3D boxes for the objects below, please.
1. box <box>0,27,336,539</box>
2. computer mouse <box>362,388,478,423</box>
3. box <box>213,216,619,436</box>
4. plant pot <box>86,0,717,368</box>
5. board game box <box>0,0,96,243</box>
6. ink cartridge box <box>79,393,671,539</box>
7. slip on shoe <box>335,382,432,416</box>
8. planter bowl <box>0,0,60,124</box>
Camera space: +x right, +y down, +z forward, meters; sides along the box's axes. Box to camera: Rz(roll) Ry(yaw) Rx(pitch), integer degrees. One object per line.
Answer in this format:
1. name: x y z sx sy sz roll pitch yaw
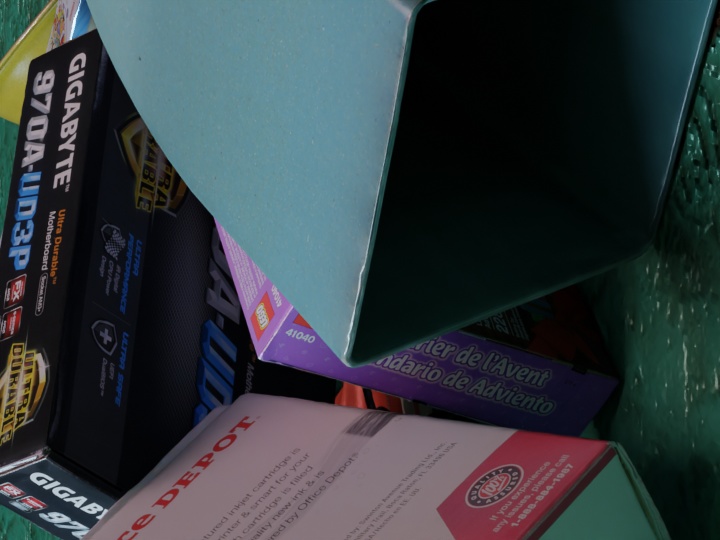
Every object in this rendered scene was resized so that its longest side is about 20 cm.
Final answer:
1. box: -0.075 0.026 1.144 0.046 0.159 0.201 -21 49 33
2. computer mouse: 0.000 0.000 1.159 0.044 0.110 0.201 -30 66 24
3. box: 0.007 -0.026 1.086 0.039 0.136 0.200 -57 33 28
4. plant pot: -0.003 -0.095 0.980 0.200 0.141 0.142 40 135 34
5. board game box: -0.074 -0.061 1.244 0.034 0.134 0.200 -107 28 -47
6. ink cartridge box: -0.008 0.122 0.994 0.200 0.146 0.083 4 130 49
7. slip on shoe: -0.006 0.099 1.282 0.074 0.061 0.201 -109 25 -51
8. planter bowl: -0.080 -0.117 1.306 0.083 0.200 0.200 43 160 -3
